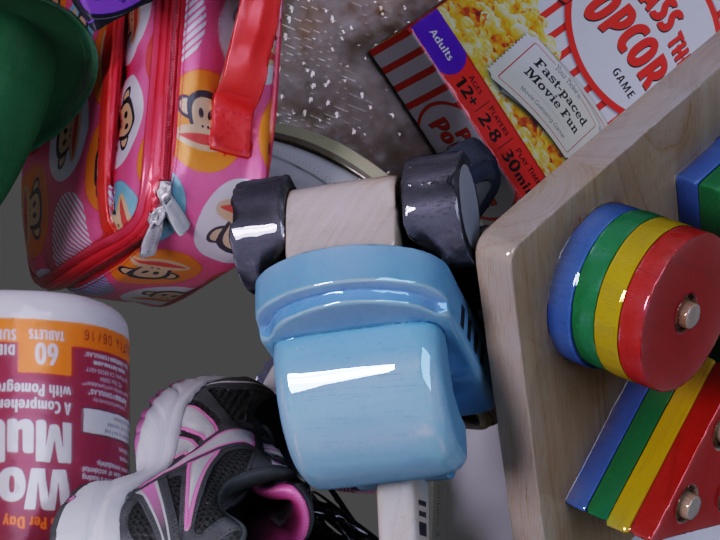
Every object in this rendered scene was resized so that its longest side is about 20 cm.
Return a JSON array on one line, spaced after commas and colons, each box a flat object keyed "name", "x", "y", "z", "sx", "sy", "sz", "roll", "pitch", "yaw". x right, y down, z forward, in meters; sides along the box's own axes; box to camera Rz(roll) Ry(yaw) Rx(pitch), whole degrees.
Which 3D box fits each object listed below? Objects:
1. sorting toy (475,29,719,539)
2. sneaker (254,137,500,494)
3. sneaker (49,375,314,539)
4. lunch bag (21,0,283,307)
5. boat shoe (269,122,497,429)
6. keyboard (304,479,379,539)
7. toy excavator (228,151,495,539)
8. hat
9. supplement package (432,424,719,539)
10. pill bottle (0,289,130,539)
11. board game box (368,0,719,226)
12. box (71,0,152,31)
[{"name": "sorting toy", "x": 0.146, "y": 0.027, "z": 1.076, "sx": 0.199, "sy": 0.069, "sz": 0.201, "roll": -39, "pitch": 135, "yaw": -35}, {"name": "sneaker", "x": 0.026, "y": 0.026, "z": 1.192, "sx": 0.082, "sy": 0.070, "sz": 0.200, "roll": 30, "pitch": 68, "yaw": 17}, {"name": "sneaker", "x": -0.056, "y": 0.103, "z": 1.048, "sx": 0.200, "sy": 0.086, "sz": 0.081, "roll": -56, "pitch": 138, "yaw": -65}, {"name": "lunch bag", "x": -0.086, "y": -0.091, "z": 1.108, "sx": 0.082, "sy": 0.176, "sz": 0.201, "roll": 11, "pitch": 73, "yaw": -27}, {"name": "boat shoe", "x": 0.000, "y": 0.000, "z": 1.125, "sx": 0.199, "sy": 0.075, "sz": 0.068, "roll": 30, "pitch": 65, "yaw": 23}, {"name": "keyboard", "x": -0.002, "y": 0.163, "z": 1.129, "sx": 0.199, "sy": 0.040, "sz": 0.104, "roll": 30, "pitch": 47, "yaw": 19}, {"name": "toy excavator", "x": 0.013, "y": 0.078, "z": 1.028, "sx": 0.099, "sy": 0.195, "sz": 0.201, "roll": -6, "pitch": 62, "yaw": 14}, {"name": "hat", "x": -0.187, "y": 0.002, "z": 1.001, "sx": 0.199, "sy": 0.166, "sz": 0.177, "roll": -16, "pitch": 64, "yaw": -2}, {"name": "supplement package", "x": 0.126, "y": 0.137, "z": 1.210, "sx": 0.155, "sy": 0.111, "sz": 0.201, "roll": 10, "pitch": 73, "yaw": -27}, {"name": "pill bottle", "x": -0.154, "y": 0.116, "z": 1.059, "sx": 0.109, "sy": 0.109, "sz": 0.201, "roll": 6, "pitch": 75, "yaw": -28}, {"name": "board game box", "x": 0.122, "y": -0.108, "z": 1.305, "sx": 0.200, "sy": 0.046, "sz": 0.152, "roll": -38, "pitch": 98, "yaw": -31}, {"name": "box", "x": -0.121, "y": -0.216, "z": 1.021, "sx": 0.106, "sy": 0.123, "sz": 0.200, "roll": -29, "pitch": 50, "yaw": -10}]
